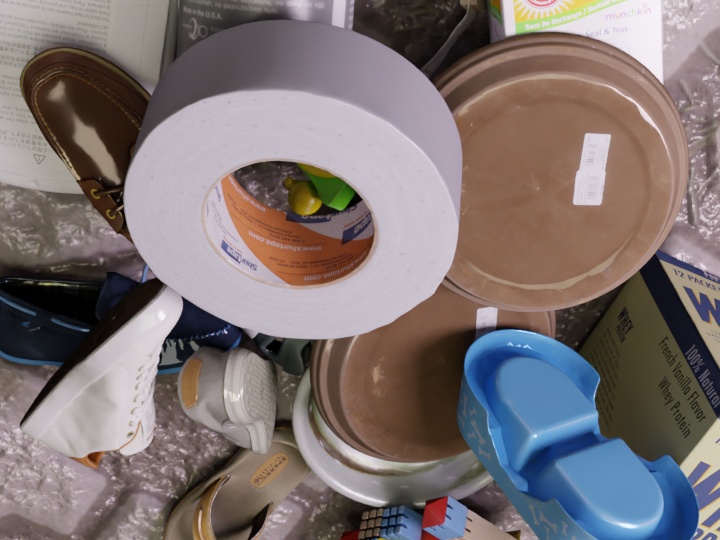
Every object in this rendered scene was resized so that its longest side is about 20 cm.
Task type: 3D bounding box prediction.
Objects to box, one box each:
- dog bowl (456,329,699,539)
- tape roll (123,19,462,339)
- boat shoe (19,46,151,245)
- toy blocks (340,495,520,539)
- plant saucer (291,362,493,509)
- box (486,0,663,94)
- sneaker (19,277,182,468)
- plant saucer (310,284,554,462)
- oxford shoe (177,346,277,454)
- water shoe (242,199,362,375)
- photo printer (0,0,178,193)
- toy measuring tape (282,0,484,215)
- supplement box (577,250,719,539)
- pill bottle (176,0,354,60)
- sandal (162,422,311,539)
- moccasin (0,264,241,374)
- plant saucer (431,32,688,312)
[{"bbox_3d":[0.141,0.128,0.803,0.111,0.200,0.050,-11,137,-35],"label":"dog bowl"},{"bbox_3d":[-0.039,-0.048,0.702,0.198,0.066,0.201,4,136,4],"label":"tape roll"},{"bbox_3d":[-0.147,-0.062,0.776,0.072,0.068,0.200,-32,128,5],"label":"boat shoe"},{"bbox_3d":[0.054,0.253,1.015,0.136,0.101,0.199,36,141,-31],"label":"toy blocks"},{"bbox_3d":[0.042,0.109,0.975,0.198,0.050,0.202,-1,122,-2],"label":"plant saucer"},{"bbox_3d":[0.143,-0.143,0.791,0.100,0.113,0.201,-8,121,3],"label":"box"},{"bbox_3d":[-0.167,0.079,0.848,0.084,0.073,0.200,38,131,-12],"label":"sneaker"},{"bbox_3d":[0.060,0.064,0.873,0.198,0.030,0.202,-9,119,-17],"label":"plant saucer"},{"bbox_3d":[-0.099,0.099,0.907,0.057,0.076,0.200,0,165,6],"label":"oxford shoe"},{"bbox_3d":[0.000,0.000,0.885,0.200,0.072,0.079,-38,99,19],"label":"water shoe"},{"bbox_3d":[-0.209,-0.147,0.795,0.165,0.070,0.201,7,121,-10],"label":"photo printer"},{"bbox_3d":[0.005,-0.128,0.830,0.073,0.074,0.201,33,100,-21],"label":"toy measuring tape"},{"bbox_3d":[0.253,0.131,0.911,0.133,0.201,0.201,21,117,-17],"label":"supplement box"},{"bbox_3d":[-0.058,-0.196,0.736,0.113,0.114,0.202,3,108,-5],"label":"pill bottle"},{"bbox_3d":[-0.111,0.216,1.029,0.080,0.054,0.200,33,114,-20],"label":"sandal"},{"bbox_3d":[-0.192,0.037,0.901,0.198,0.081,0.069,-2,124,-3],"label":"moccasin"},{"bbox_3d":[0.117,-0.054,0.762,0.198,0.030,0.202,0,120,0],"label":"plant saucer"}]
